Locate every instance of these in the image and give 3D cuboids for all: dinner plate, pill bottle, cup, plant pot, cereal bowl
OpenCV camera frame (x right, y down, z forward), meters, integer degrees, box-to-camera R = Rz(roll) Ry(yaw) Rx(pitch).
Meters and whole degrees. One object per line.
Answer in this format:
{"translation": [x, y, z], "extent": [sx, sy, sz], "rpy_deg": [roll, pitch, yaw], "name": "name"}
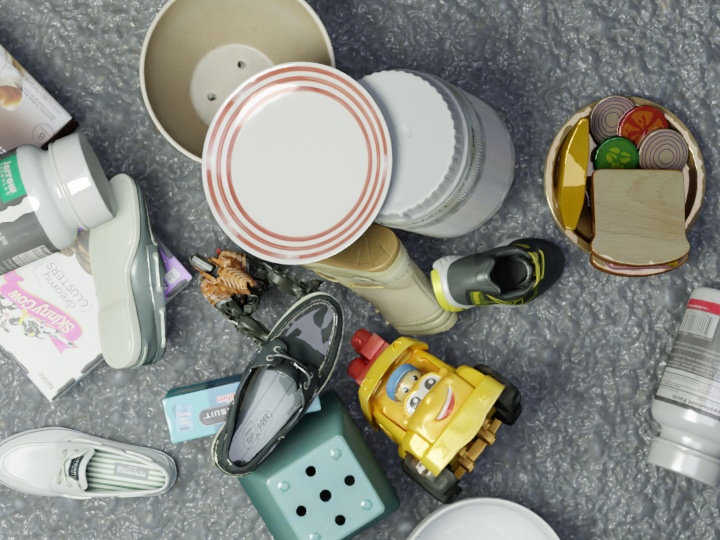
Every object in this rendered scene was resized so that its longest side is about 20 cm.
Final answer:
{"translation": [-0.062, -0.106, 1.622], "extent": [0.199, 0.024, 0.202], "rpy_deg": [-1, 87, 15], "name": "dinner plate"}
{"translation": [0.382, 0.128, 1.779], "extent": [0.110, 0.111, 0.201], "rpy_deg": [21, 87, -4], "name": "pill bottle"}
{"translation": [-0.131, -0.200, 1.724], "extent": [0.199, 0.143, 0.202], "rpy_deg": [0, 89, -6], "name": "cup"}
{"translation": [-0.043, 0.224, 1.692], "extent": [0.141, 0.200, 0.142], "rpy_deg": [-31, 92, -5], "name": "plant pot"}
{"translation": [-0.354, -0.058, 1.642], "extent": [0.199, 0.113, 0.114], "rpy_deg": [-23, 91, 1], "name": "pill bottle"}
{"translation": [0.128, 0.342, 1.763], "extent": [0.199, 0.083, 0.201], "rpy_deg": [0, 88, -6], "name": "cereal bowl"}

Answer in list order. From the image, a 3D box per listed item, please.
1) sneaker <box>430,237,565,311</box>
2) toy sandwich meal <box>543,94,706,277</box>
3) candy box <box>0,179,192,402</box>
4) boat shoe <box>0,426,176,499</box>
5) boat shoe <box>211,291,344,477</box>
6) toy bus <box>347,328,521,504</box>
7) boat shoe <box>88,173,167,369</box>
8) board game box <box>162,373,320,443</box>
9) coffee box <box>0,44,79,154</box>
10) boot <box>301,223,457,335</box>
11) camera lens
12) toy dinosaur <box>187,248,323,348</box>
{"translation": [0.164, 0.007, 1.738], "extent": [0.199, 0.084, 0.075], "rpy_deg": [-15, 95, -45], "name": "sneaker"}
{"translation": [0.295, -0.094, 1.797], "extent": [0.204, 0.070, 0.207], "rpy_deg": [0, 88, -5], "name": "toy sandwich meal"}
{"translation": [-0.306, 0.012, 1.737], "extent": [0.200, 0.072, 0.168], "rpy_deg": [-42, 93, -6], "name": "candy box"}
{"translation": [-0.295, 0.205, 1.735], "extent": [0.199, 0.067, 0.074], "rpy_deg": [1, 88, -5], "name": "boat shoe"}
{"translation": [-0.077, 0.109, 1.557], "extent": [0.074, 0.066, 0.200], "rpy_deg": [38, 85, -3], "name": "boat shoe"}
{"translation": [0.060, 0.131, 1.710], "extent": [0.192, 0.200, 0.136], "rpy_deg": [39, 83, 11], "name": "toy bus"}
{"translation": [-0.234, 0.002, 1.690], "extent": [0.062, 0.073, 0.201], "rpy_deg": [7, 77, -49], "name": "boat shoe"}
{"translation": [-0.124, 0.134, 1.686], "extent": [0.150, 0.200, 0.047], "rpy_deg": [-13, 90, -5], "name": "board game box"}
{"translation": [-0.410, -0.189, 1.728], "extent": [0.114, 0.080, 0.200], "rpy_deg": [-44, 93, -4], "name": "coffee box"}
{"translation": [0.000, 0.000, 1.757], "extent": [0.155, 0.199, 0.073], "rpy_deg": [44, 68, -43], "name": "boot"}
{"translation": [0.063, -0.120, 1.700], "extent": [0.159, 0.200, 0.161], "rpy_deg": [-2, 85, 22], "name": "camera lens"}
{"translation": [-0.123, 0.025, 1.688], "extent": [0.135, 0.200, 0.102], "rpy_deg": [33, 105, -5], "name": "toy dinosaur"}
